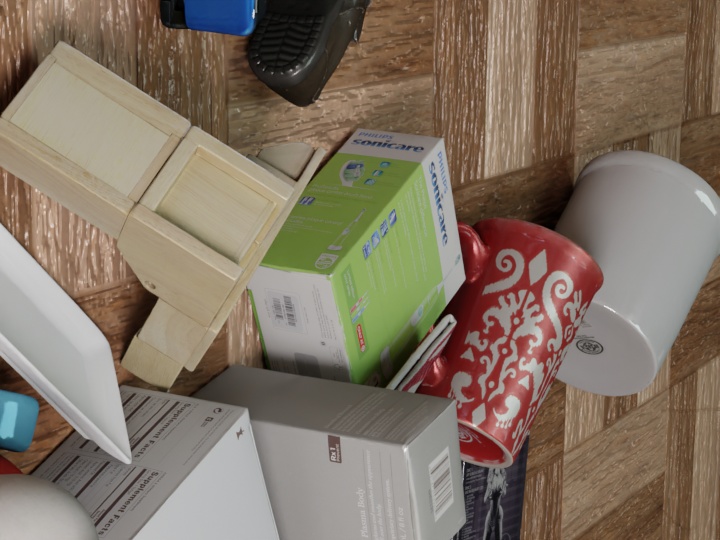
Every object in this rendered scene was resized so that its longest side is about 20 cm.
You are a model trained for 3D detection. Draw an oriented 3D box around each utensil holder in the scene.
[{"bbox_3d":[0.266,0.005,1.846,0.200,0.170,0.170,-60,143,-32],"label":"utensil holder"}]

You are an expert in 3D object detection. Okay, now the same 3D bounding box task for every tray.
[{"bbox_3d":[-0.203,0.038,1.119,0.200,0.022,0.107,56,12,-50],"label":"tray"}]

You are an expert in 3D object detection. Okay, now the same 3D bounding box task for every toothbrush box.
[{"bbox_3d":[0.000,0.000,1.446,0.200,0.086,0.146,-51,140,-42],"label":"toothbrush box"}]

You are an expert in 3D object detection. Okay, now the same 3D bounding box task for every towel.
[{"bbox_3d":[0.010,0.137,1.453,0.144,0.023,0.200,-49,171,-46],"label":"towel"}]

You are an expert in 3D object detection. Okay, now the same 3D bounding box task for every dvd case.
[{"bbox_3d":[0.126,0.251,1.801,0.149,0.016,0.200,-5,101,-59],"label":"dvd case"}]

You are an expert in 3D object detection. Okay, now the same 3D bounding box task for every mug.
[{"bbox_3d":[0.108,0.061,1.655,0.133,0.177,0.200,123,-8,-69],"label":"mug"}]

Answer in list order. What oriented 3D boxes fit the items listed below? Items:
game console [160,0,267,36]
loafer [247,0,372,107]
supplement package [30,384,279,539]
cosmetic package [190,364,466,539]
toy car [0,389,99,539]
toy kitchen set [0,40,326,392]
[{"bbox_3d":[-0.073,-0.264,1.225,0.171,0.118,0.200,-16,111,-59],"label":"game console"},{"bbox_3d":[-0.027,-0.210,1.381,0.200,0.073,0.071,-62,155,-24],"label":"loafer"},{"bbox_3d":[-0.139,0.208,1.219,0.156,0.111,0.200,-48,136,-46],"label":"supplement package"},{"bbox_3d":[-0.029,0.142,1.313,0.090,0.200,0.107,-39,126,-54],"label":"cosmetic package"},{"bbox_3d":[-0.201,0.159,1.004,0.177,0.200,0.185,25,75,-60],"label":"toy car"},{"bbox_3d":[-0.139,-0.058,1.201,0.163,0.180,0.200,-59,-177,-31],"label":"toy kitchen set"}]
